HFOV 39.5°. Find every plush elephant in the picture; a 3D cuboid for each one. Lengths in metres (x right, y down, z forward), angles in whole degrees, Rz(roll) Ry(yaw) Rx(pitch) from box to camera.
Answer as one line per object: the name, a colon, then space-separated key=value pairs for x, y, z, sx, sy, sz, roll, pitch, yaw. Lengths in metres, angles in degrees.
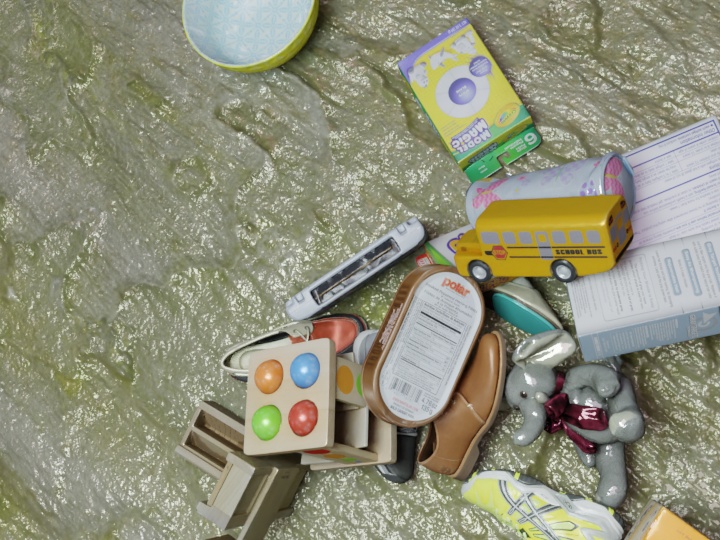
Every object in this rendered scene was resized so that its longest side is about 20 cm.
plush elephant: x=0.236 y=0.156 z=1.179 sx=0.154 sy=0.165 sz=0.201 roll=1 pitch=49 yaw=3

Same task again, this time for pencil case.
pencil case: x=0.222 y=-0.083 z=1.181 sx=0.199 sy=0.083 sz=0.091 roll=-7 pitch=30 yaw=42

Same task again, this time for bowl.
bowl: x=-0.142 y=-0.362 z=1.427 sx=0.199 sy=0.108 sz=0.202 roll=-3 pitch=77 yaw=15

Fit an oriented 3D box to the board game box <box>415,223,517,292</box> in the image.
board game box: x=0.173 y=-0.028 z=1.263 sx=0.199 sy=0.030 sz=0.096 roll=-25 pitch=50 yaw=-3

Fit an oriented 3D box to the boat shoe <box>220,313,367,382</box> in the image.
boat shoe: x=-0.089 y=0.102 z=1.334 sx=0.199 sy=0.063 sz=0.072 roll=-16 pitch=72 yaw=11

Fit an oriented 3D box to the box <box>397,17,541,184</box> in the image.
box: x=0.146 y=-0.225 z=1.345 sx=0.117 sy=0.048 sz=0.201 roll=-32 pitch=73 yaw=8

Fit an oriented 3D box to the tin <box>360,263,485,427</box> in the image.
tin: x=0.077 y=0.088 z=1.178 sx=0.112 sy=0.042 sz=0.201 roll=29 pitch=80 yaw=-25

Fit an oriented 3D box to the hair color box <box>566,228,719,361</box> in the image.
hair color box: x=0.332 y=0.025 z=1.102 sx=0.199 sy=0.061 sz=0.100 roll=-14 pitch=51 yaw=14

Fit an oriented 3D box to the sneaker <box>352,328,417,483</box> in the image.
sneaker: x=0.057 y=0.158 z=1.254 sx=0.115 sy=0.075 sz=0.201 roll=-25 pitch=70 yaw=35

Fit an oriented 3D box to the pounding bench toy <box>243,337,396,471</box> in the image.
pounding bench toy: x=-0.080 y=0.169 z=1.216 sx=0.199 sy=0.156 sz=0.125 roll=-13 pitch=66 yaw=34

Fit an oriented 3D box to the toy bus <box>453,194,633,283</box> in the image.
toy bus: x=0.198 y=-0.036 z=1.121 sx=0.199 sy=0.065 sz=0.079 roll=0 pitch=122 yaw=38

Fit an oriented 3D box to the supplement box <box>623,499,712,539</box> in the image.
supplement box: x=0.318 y=0.324 z=1.092 sx=0.073 sy=0.200 sz=0.126 roll=34 pitch=88 yaw=17

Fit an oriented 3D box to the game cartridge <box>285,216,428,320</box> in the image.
game cartridge: x=0.000 y=0.000 z=1.291 sx=0.199 sy=0.133 sz=0.042 roll=-34 pitch=83 yaw=6

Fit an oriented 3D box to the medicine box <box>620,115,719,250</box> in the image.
medicine box: x=0.378 y=-0.051 z=1.208 sx=0.181 sy=0.103 sz=0.201 roll=-22 pitch=73 yaw=11

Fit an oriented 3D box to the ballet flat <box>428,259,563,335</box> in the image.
ballet flat: x=0.174 y=0.023 z=1.277 sx=0.199 sy=0.069 sz=0.070 roll=22 pitch=85 yaw=20

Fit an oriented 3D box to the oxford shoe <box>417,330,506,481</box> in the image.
oxford shoe: x=0.123 y=0.162 z=1.214 sx=0.071 sy=0.071 sz=0.201 roll=15 pitch=106 yaw=-13

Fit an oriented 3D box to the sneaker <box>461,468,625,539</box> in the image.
sneaker: x=0.205 y=0.293 z=1.182 sx=0.199 sy=0.076 sz=0.077 roll=12 pitch=63 yaw=31

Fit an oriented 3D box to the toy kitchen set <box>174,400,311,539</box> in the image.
toy kitchen set: x=-0.193 y=0.275 z=1.253 sx=0.180 sy=0.200 sz=0.164 roll=27 pitch=90 yaw=20
